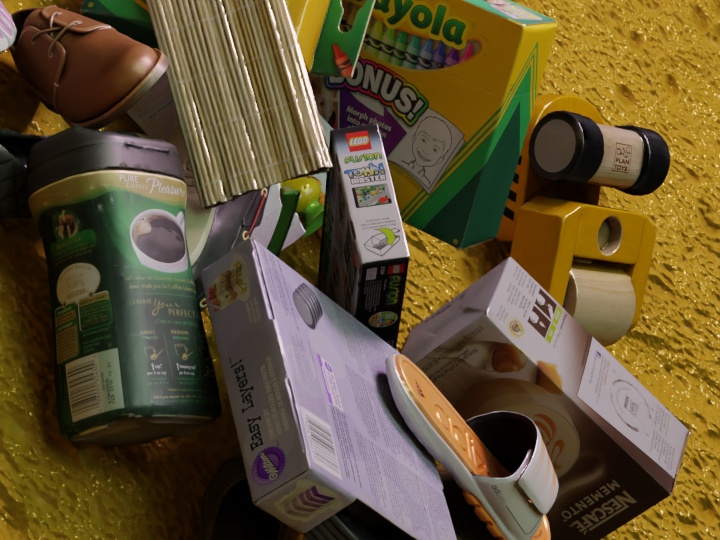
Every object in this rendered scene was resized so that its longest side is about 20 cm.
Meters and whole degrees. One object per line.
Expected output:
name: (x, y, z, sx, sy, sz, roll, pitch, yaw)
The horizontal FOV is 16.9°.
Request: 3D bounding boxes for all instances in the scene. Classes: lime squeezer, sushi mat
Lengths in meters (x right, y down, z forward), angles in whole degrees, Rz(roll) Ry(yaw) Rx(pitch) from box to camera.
lime squeezer: (-0.050, 0.039, 1.700, 0.038, 0.070, 0.200, -68, 146, -68)
sushi mat: (-0.087, -0.142, 1.661, 0.012, 0.095, 0.200, 56, 16, -65)

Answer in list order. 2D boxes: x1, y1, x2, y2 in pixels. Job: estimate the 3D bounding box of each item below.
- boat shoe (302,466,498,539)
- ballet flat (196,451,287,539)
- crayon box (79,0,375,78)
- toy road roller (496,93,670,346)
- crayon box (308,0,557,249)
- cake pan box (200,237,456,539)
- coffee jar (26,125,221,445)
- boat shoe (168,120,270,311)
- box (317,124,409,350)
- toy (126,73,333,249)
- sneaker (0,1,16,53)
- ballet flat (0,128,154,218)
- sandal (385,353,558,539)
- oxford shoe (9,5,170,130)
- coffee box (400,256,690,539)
boat shoe: (0.032, 0.183, 1.663, 0.200, 0.066, 0.074, 2, 50, -43)
ballet flat: (-0.082, 0.180, 1.554, 0.067, 0.046, 0.200, 46, 36, -11)
crayon box: (-0.086, -0.215, 1.725, 0.051, 0.199, 0.127, 62, 41, -64)
toy road roller: (0.155, -0.044, 1.975, 0.123, 0.146, 0.201, 7, 93, -46)
crayon box: (0.028, -0.136, 1.768, 0.200, 0.173, 0.058, 26, 25, 28)
cake pan box: (-0.016, 0.101, 1.551, 0.184, 0.052, 0.200, 36, 28, -45)
coffee jar: (-0.154, 0.008, 1.552, 0.104, 0.085, 0.201, 8, 69, -51)
boat shoe: (-0.100, -0.057, 1.683, 0.202, 0.073, 0.063, -65, 151, -31)
box: (0.000, 0.000, 1.686, 0.035, 0.200, 0.110, -8, 60, -8)
toy: (-0.097, -0.099, 1.761, 0.115, 0.047, 0.200, -37, 74, -29)
sneaker: (-0.287, -0.137, 1.567, 0.080, 0.088, 0.200, 46, 24, -18)
ballet flat: (-0.193, -0.069, 1.630, 0.200, 0.057, 0.067, -9, 60, -52)
sandal: (0.091, 0.122, 1.632, 0.207, 0.059, 0.079, 49, 19, -36)
oxford shoe: (-0.191, -0.140, 1.602, 0.071, 0.200, 0.071, -48, 117, -14)
coffee box: (0.134, 0.104, 1.804, 0.200, 0.114, 0.080, 43, 36, -13)
